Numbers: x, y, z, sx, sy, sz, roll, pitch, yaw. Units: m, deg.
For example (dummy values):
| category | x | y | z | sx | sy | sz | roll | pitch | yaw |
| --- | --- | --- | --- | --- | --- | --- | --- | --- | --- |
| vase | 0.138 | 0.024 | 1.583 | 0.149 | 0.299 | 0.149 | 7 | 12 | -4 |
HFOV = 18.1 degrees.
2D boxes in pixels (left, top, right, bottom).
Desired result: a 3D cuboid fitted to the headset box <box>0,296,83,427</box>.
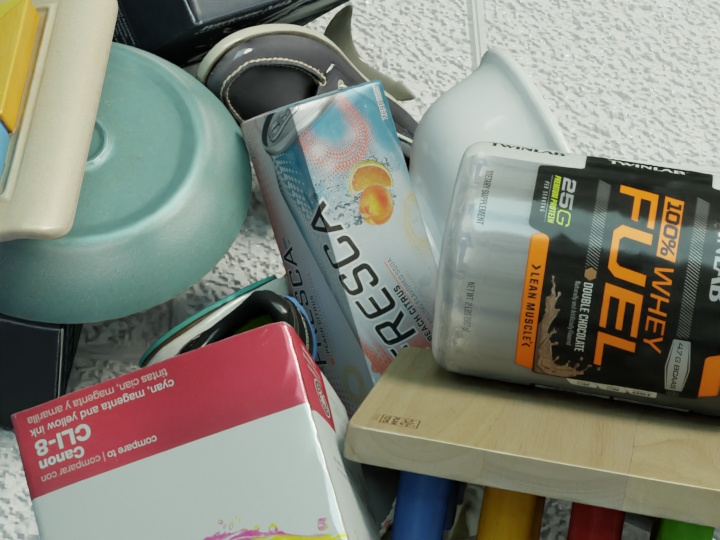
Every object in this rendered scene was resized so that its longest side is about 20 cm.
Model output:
| category | x | y | z | sx | sy | sz | roll | pitch | yaw |
| --- | --- | --- | --- | --- | --- | --- | --- | --- | --- |
| headset box | -0.238 | -0.012 | 1.297 | 0.173 | 0.093 | 0.201 | 9 | 46 | -2 |

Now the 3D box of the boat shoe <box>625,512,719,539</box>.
| category | x | y | z | sx | sy | sz | roll | pitch | yaw |
| --- | --- | --- | --- | --- | --- | --- | --- | --- | --- |
| boat shoe | 0.165 | 0.130 | 1.255 | 0.201 | 0.075 | 0.065 | 34 | 74 | 11 |

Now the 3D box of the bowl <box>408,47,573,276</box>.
| category | x | y | z | sx | sy | sz | roll | pitch | yaw |
| --- | --- | --- | --- | --- | --- | --- | --- | --- | --- |
| bowl | 0.077 | -0.020 | 1.316 | 0.090 | 0.202 | 0.202 | -22 | 52 | -4 |

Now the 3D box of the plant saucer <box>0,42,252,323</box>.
| category | x | y | z | sx | sy | sz | roll | pitch | yaw |
| --- | --- | --- | --- | --- | --- | --- | --- | --- | --- |
| plant saucer | -0.158 | -0.062 | 1.254 | 0.198 | 0.036 | 0.201 | 2 | 54 | -3 |

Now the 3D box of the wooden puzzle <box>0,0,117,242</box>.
| category | x | y | z | sx | sy | sz | roll | pitch | yaw |
| --- | --- | --- | --- | --- | --- | --- | --- | --- | --- |
| wooden puzzle | -0.239 | -0.082 | 1.222 | 0.198 | 0.037 | 0.186 | -6 | 50 | 16 |

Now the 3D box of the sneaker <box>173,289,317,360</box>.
| category | x | y | z | sx | sy | sz | roll | pitch | yaw |
| --- | --- | --- | --- | --- | --- | --- | --- | --- | --- |
| sneaker | -0.101 | 0.087 | 1.214 | 0.071 | 0.083 | 0.200 | 35 | 76 | 19 |

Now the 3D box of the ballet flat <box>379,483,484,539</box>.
| category | x | y | z | sx | sy | sz | roll | pitch | yaw |
| --- | --- | --- | --- | --- | --- | --- | --- | --- | --- |
| ballet flat | 0.034 | 0.157 | 1.207 | 0.075 | 0.064 | 0.200 | 23 | 46 | 12 |

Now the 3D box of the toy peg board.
| category | x | y | z | sx | sy | sz | roll | pitch | yaw |
| --- | --- | --- | --- | --- | --- | --- | --- | --- | --- |
| toy peg board | 0.098 | 0.119 | 1.135 | 0.197 | 0.099 | 0.200 | 9 | 10 | 8 |

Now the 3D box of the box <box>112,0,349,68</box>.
| category | x | y | z | sx | sy | sz | roll | pitch | yaw |
| --- | --- | --- | --- | --- | --- | --- | --- | --- | --- |
| box | -0.089 | -0.205 | 1.414 | 0.199 | 0.196 | 0.125 | -23 | 90 | -33 |

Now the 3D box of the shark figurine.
| category | x | y | z | sx | sy | sz | roll | pitch | yaw |
| --- | --- | --- | --- | --- | --- | --- | --- | --- | --- |
| shark figurine | -0.075 | -0.089 | 1.434 | 0.214 | 0.128 | 0.090 | -17 | 75 | -47 |

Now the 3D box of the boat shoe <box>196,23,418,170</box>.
| category | x | y | z | sx | sy | sz | roll | pitch | yaw |
| --- | --- | --- | --- | --- | --- | --- | --- | --- | --- |
| boat shoe | -0.019 | -0.090 | 1.373 | 0.200 | 0.073 | 0.063 | 24 | 25 | -52 |

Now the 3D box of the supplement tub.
| category | x | y | z | sx | sy | sz | roll | pitch | yaw |
| --- | --- | --- | --- | --- | --- | --- | --- | --- | --- |
| supplement tub | 0.142 | 0.007 | 1.164 | 0.198 | 0.123 | 0.123 | 8 | 45 | 6 |

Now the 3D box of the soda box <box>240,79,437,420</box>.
| category | x | y | z | sx | sy | sz | roll | pitch | yaw |
| --- | --- | --- | --- | --- | --- | --- | --- | --- | --- |
| soda box | 0.000 | 0.000 | 1.271 | 0.063 | 0.068 | 0.201 | -20 | 95 | -28 |

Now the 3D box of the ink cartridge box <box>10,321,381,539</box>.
| category | x | y | z | sx | sy | sz | roll | pitch | yaw |
| --- | --- | --- | --- | --- | --- | --- | --- | --- | --- |
| ink cartridge box | -0.059 | 0.157 | 1.072 | 0.144 | 0.145 | 0.201 | -19 | 67 | 3 |

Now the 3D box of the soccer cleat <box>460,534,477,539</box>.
| category | x | y | z | sx | sy | sz | roll | pitch | yaw |
| --- | --- | --- | --- | --- | --- | --- | --- | --- | --- |
| soccer cleat | 0.092 | 0.223 | 1.133 | 0.077 | 0.069 | 0.201 | -3 | 53 | -47 |

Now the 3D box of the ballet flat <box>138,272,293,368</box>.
| category | x | y | z | sx | sy | sz | roll | pitch | yaw |
| --- | --- | --- | --- | --- | --- | --- | --- | --- | --- |
| ballet flat | -0.038 | 0.029 | 1.324 | 0.069 | 0.070 | 0.199 | 39 | 51 | 25 |
